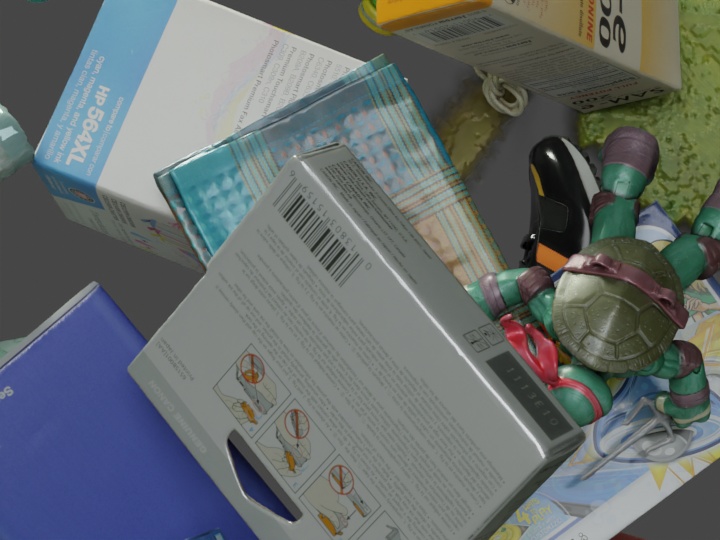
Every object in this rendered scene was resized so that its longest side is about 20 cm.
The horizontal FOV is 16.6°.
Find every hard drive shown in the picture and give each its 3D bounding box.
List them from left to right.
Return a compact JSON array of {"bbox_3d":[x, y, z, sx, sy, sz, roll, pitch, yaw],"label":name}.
[{"bbox_3d":[-0.133,0.124,1.367,0.132,0.025,0.200,-41,104,-7],"label":"hard drive"}]

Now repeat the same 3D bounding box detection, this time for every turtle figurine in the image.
[{"bbox_3d":[0.131,0.024,1.276,0.150,0.101,0.200,35,64,-6],"label":"turtle figurine"}]

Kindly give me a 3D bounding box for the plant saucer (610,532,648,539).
[{"bbox_3d":[0.076,0.226,1.370,0.200,0.037,0.200,16,77,6],"label":"plant saucer"}]

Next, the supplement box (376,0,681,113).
[{"bbox_3d":[0.098,-0.176,1.387,0.074,0.200,0.126,-11,73,38],"label":"supplement box"}]

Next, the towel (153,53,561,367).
[{"bbox_3d":[0.000,0.000,1.313,0.147,0.022,0.200,-28,84,-9],"label":"towel"}]

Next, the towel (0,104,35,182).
[{"bbox_3d":[-0.281,-0.050,1.387,0.171,0.200,0.048,-37,115,-9],"label":"towel"}]

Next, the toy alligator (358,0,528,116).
[{"bbox_3d":[0.036,-0.169,1.466,0.200,0.059,0.054,44,40,10],"label":"toy alligator"}]

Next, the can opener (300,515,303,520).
[{"bbox_3d":[-0.036,0.206,1.368,0.053,0.067,0.200,29,82,50],"label":"can opener"}]

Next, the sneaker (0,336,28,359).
[{"bbox_3d":[-0.217,0.042,1.414,0.118,0.074,0.200,-27,77,-8],"label":"sneaker"}]

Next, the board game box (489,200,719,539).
[{"bbox_3d":[0.119,0.073,1.340,0.200,0.034,0.135,-36,86,-10],"label":"board game box"}]

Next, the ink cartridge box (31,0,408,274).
[{"bbox_3d":[-0.063,-0.063,1.402,0.200,0.129,0.125,22,79,8],"label":"ink cartridge box"}]

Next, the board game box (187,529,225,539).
[{"bbox_3d":[-0.117,0.247,1.316,0.200,0.034,0.135,-37,78,28],"label":"board game box"}]

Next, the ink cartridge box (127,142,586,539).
[{"bbox_3d":[-0.007,0.066,1.252,0.200,0.044,0.174,51,126,15],"label":"ink cartridge box"}]

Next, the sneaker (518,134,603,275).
[{"bbox_3d":[0.106,0.021,1.402,0.090,0.070,0.200,-11,77,-3],"label":"sneaker"}]

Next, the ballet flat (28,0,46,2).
[{"bbox_3d":[-0.134,-0.231,1.486,0.200,0.068,0.075,-24,60,-1],"label":"ballet flat"}]
